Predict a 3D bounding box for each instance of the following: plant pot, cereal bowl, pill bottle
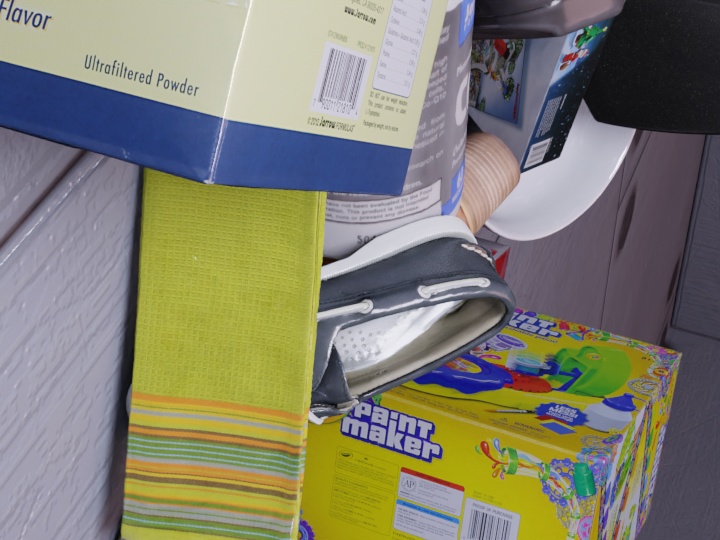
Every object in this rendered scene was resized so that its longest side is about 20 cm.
[{"bbox_3d":[0.248,-0.206,0.992,0.200,0.177,0.200,-50,136,-10],"label":"plant pot"},{"bbox_3d":[0.119,-0.129,1.099,0.198,0.083,0.203,-21,123,-35],"label":"cereal bowl"},{"bbox_3d":[0.000,-0.115,0.728,0.114,0.112,0.202,-58,157,-44],"label":"pill bottle"}]

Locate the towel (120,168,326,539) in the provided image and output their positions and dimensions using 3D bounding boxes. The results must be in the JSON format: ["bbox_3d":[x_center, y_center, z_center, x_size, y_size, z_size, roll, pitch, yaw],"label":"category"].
[{"bbox_3d":[-0.063,0.036,0.677,0.018,0.085,0.203,-99,-166,-75],"label":"towel"}]

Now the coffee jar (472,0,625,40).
[{"bbox_3d":[0.070,-0.216,0.739,0.085,0.104,0.203,-23,107,-26],"label":"coffee jar"}]

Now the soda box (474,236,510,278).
[{"bbox_3d":[0.063,0.073,1.167,0.063,0.069,0.203,-34,136,-66],"label":"soda box"}]

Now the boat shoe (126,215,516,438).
[{"bbox_3d":[-0.017,0.039,0.720,0.198,0.060,0.076,-30,140,-9],"label":"boat shoe"}]

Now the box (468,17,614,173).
[{"bbox_3d":[0.092,-0.174,0.874,0.037,0.137,0.201,-21,151,-24],"label":"box"}]

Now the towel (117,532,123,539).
[{"bbox_3d":[-0.082,0.139,0.836,0.201,0.022,0.145,77,31,-57],"label":"towel"}]

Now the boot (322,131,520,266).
[{"bbox_3d":[0.000,0.000,0.881,0.155,0.077,0.200,-39,-172,-26],"label":"boot"}]

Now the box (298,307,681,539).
[{"bbox_3d":[0.074,0.109,0.918,0.192,0.198,0.124,-32,133,-61],"label":"box"}]

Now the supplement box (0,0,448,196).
[{"bbox_3d":[-0.049,-0.141,0.508,0.200,0.133,0.203,-6,110,-72],"label":"supplement box"}]

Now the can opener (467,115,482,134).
[{"bbox_3d":[0.086,-0.075,0.992,0.201,0.052,0.067,-55,-151,16],"label":"can opener"}]
